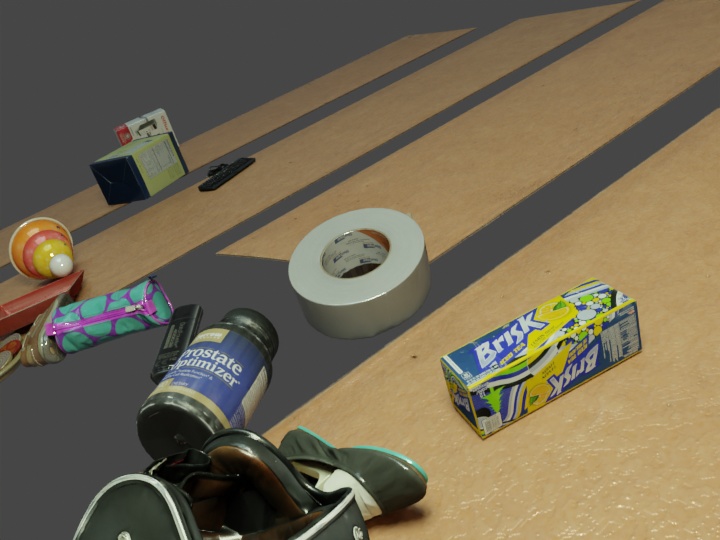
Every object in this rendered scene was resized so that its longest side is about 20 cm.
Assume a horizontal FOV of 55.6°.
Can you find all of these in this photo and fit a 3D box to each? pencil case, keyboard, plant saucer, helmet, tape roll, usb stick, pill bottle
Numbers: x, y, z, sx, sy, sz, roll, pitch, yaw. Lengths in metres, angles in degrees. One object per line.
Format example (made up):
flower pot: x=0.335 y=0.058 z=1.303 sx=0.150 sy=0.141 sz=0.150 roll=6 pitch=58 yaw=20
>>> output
pencil case: x=-0.422 y=0.077 z=1.158 sx=0.194 sy=0.088 sz=0.092 roll=-17 pitch=-4 yaw=9
keyboard: x=-0.390 y=-0.284 z=1.932 sx=0.102 sy=0.041 sz=0.200 roll=-2 pitch=30 yaw=34
plant saucer: x=-0.663 y=0.072 z=1.391 sx=0.196 sy=0.038 sz=0.199 roll=-25 pitch=16 yaw=-8
helmet: x=-0.087 y=0.220 z=0.474 sx=0.188 sy=0.203 sz=0.200 roll=30 pitch=45 yaw=17
tape roll: x=0.000 y=0.000 z=0.958 sx=0.194 sy=0.067 sz=0.203 roll=-11 pitch=41 yaw=9
usb stick: x=-0.279 y=0.109 z=1.048 sx=0.054 sy=0.033 sz=0.201 roll=-12 pitch=25 yaw=1
pill bottle: x=-0.170 y=0.135 z=0.812 sx=0.109 sy=0.114 sz=0.201 roll=-9 pitch=27 yaw=22

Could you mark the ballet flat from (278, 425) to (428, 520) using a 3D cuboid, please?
ballet flat: x=-0.020 y=0.198 z=0.635 sx=0.197 sy=0.069 sz=0.069 roll=-5 pitch=36 yaw=53

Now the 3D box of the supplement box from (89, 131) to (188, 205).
supplement box: x=-0.677 y=-0.314 z=2.098 sx=0.195 sy=0.137 sz=0.200 roll=-2 pitch=30 yaw=35

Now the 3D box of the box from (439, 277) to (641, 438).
box: x=0.184 y=0.086 z=0.697 sx=0.196 sy=0.066 sz=0.070 roll=-25 pitch=25 yaw=-11

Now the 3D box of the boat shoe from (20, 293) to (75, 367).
boat shoe: x=-0.558 y=0.105 z=1.224 sx=0.070 sy=0.077 sz=0.201 roll=-21 pitch=23 yaw=1

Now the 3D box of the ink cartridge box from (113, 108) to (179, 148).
ink cartridge box: x=-0.797 y=-0.496 z=2.551 sx=0.197 sy=0.150 sz=0.082 roll=-29 pitch=27 yaw=-18

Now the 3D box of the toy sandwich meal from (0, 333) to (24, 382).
toy sandwich meal: x=-0.696 y=0.164 z=1.210 sx=0.199 sy=0.072 sz=0.206 roll=-17 pitch=25 yaw=8

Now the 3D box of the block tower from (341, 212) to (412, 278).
block tower: x=-0.003 y=-0.028 z=1.088 sx=0.195 sy=0.055 sz=0.058 roll=-18 pitch=23 yaw=7

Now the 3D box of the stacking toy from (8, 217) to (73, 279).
stacking toy: x=-0.695 y=-0.027 z=1.542 sx=0.145 sy=0.149 sz=0.198 roll=-33 pitch=37 yaw=-29
